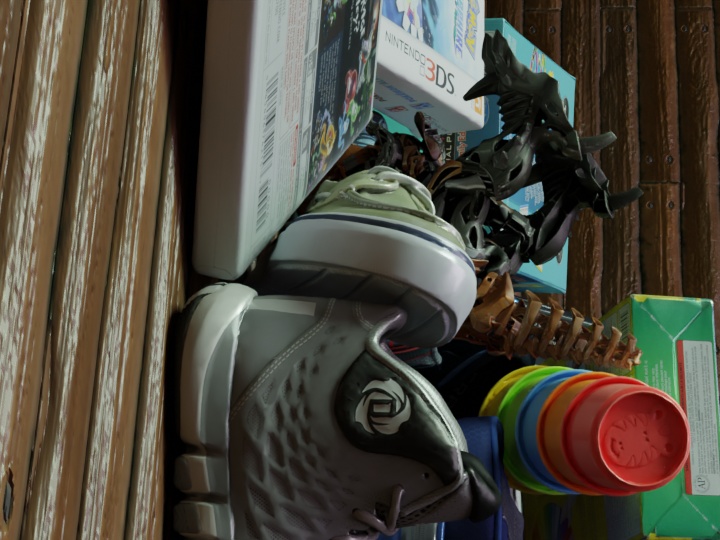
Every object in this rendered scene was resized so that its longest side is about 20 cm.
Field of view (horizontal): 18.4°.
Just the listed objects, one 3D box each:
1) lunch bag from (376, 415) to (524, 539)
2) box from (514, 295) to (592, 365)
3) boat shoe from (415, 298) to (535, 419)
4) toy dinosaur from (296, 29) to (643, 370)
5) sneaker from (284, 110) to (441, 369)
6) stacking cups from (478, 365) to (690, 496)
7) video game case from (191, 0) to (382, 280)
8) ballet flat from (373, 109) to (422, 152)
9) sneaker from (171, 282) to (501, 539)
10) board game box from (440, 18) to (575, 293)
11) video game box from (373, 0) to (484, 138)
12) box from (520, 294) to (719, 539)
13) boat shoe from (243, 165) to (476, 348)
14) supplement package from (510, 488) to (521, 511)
[{"bbox_3d":[0.017,0.166,0.956,0.136,0.131,0.201,-82,170,-55],"label":"lunch bag"},{"bbox_3d":[0.084,0.114,1.505,0.200,0.123,0.198,-1,108,-84],"label":"box"},{"bbox_3d":[0.020,0.101,1.080,0.069,0.084,0.201,-99,-150,-68],"label":"boat shoe"},{"bbox_3d":[0.048,-0.016,0.987,0.136,0.200,0.102,-46,166,-8],"label":"toy dinosaur"},{"bbox_3d":[0.012,-0.009,1.090,0.201,0.095,0.080,-83,173,-52],"label":"sneaker"},{"bbox_3d":[0.090,0.070,0.932,0.200,0.060,0.061,154,-64,-85],"label":"stacking cups"},{"bbox_3d":[-0.021,-0.122,0.851,0.182,0.023,0.202,-53,152,-62],"label":"video game case"},{"bbox_3d":[0.000,0.000,1.192,0.071,0.069,0.201,115,-14,-57],"label":"ballet flat"},{"bbox_3d":[-0.007,0.105,0.785,0.075,0.114,0.202,-14,104,-84],"label":"sneaker"},{"bbox_3d":[0.094,-0.069,1.452,0.200,0.047,0.152,19,73,-71],"label":"board game box"},{"bbox_3d":[0.012,-0.184,1.105,0.182,0.046,0.202,23,66,-66],"label":"video game box"},{"bbox_3d":[0.120,0.095,1.093,0.200,0.048,0.118,135,-44,-67],"label":"box"},{"bbox_3d":[0.000,-0.012,0.873,0.062,0.072,0.200,-64,-165,-9],"label":"boat shoe"},{"bbox_3d":[0.032,0.162,1.206,0.110,0.113,0.201,77,14,-62],"label":"supplement package"}]
